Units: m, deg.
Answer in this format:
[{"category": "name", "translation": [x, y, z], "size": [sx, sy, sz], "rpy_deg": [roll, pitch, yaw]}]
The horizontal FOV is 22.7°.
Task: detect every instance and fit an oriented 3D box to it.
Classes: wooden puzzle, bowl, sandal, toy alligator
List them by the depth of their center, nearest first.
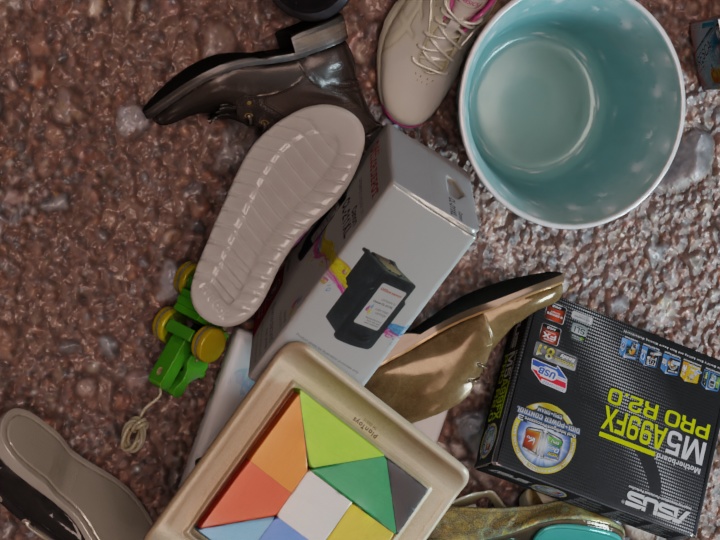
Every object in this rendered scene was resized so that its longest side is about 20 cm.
[{"category": "wooden puzzle", "translation": [-0.038, 0.184, 1.370], "size": [0.185, 0.037, 0.200], "rpy_deg": [38, 85, -13]}, {"category": "sandal", "translation": [-0.072, -0.048, 1.446], "size": [0.082, 0.050, 0.203], "rpy_deg": [36, 87, 7]}, {"category": "toy alligator", "translation": [-0.138, 0.063, 1.483], "size": [0.054, 0.059, 0.201], "rpy_deg": [26, 88, -53]}, {"category": "bowl", "translation": [0.160, -0.138, 1.501], "size": [0.200, 0.105, 0.202], "rpy_deg": [-2, 96, -16]}]

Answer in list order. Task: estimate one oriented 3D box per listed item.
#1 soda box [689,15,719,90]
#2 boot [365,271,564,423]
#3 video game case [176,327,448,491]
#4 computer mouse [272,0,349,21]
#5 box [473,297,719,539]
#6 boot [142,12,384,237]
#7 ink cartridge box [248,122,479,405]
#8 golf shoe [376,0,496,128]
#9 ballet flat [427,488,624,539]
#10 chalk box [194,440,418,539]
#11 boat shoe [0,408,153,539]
[{"category": "soda box", "translation": [0.394, -0.209, 1.568], "size": [0.199, 0.068, 0.064], "rpy_deg": [-14, 97, -10]}, {"category": "boot", "translation": [0.088, 0.064, 1.505], "size": [0.199, 0.074, 0.076], "rpy_deg": [-27, 94, 0]}, {"category": "video game case", "translation": [-0.044, 0.166, 1.524], "size": [0.199, 0.024, 0.183], "rpy_deg": [20, 90, -13]}, {"category": "computer mouse", "translation": [-0.039, -0.303, 1.467], "size": [0.138, 0.053, 0.201], "rpy_deg": [-6, 90, 15]}, {"category": "box", "translation": [0.212, 0.126, 1.544], "size": [0.199, 0.044, 0.161], "rpy_deg": [22, 71, -13]}, {"category": "boot", "translation": [-0.062, -0.103, 1.481], "size": [0.199, 0.069, 0.175], "rpy_deg": [-21, 107, -3]}, {"category": "ink cartridge box", "translation": [0.000, 0.000, 1.426], "size": [0.083, 0.146, 0.200], "rpy_deg": [32, 109, -13]}, {"category": "golf shoe", "translation": [0.068, -0.211, 1.479], "size": [0.075, 0.092, 0.201], "rpy_deg": [17, 102, -15]}, {"category": "ballet flat", "translation": [0.134, 0.219, 1.548], "size": [0.199, 0.071, 0.071], "rpy_deg": [-3, 95, -22]}, {"category": "chalk box", "translation": [-0.063, 0.208, 1.448], "size": [0.199, 0.125, 0.125], "rpy_deg": [-13, 97, -11]}, {"category": "boat shoe", "translation": [-0.241, 0.194, 1.463], "size": [0.060, 0.074, 0.200], "rpy_deg": [-26, 122, 31]}]
